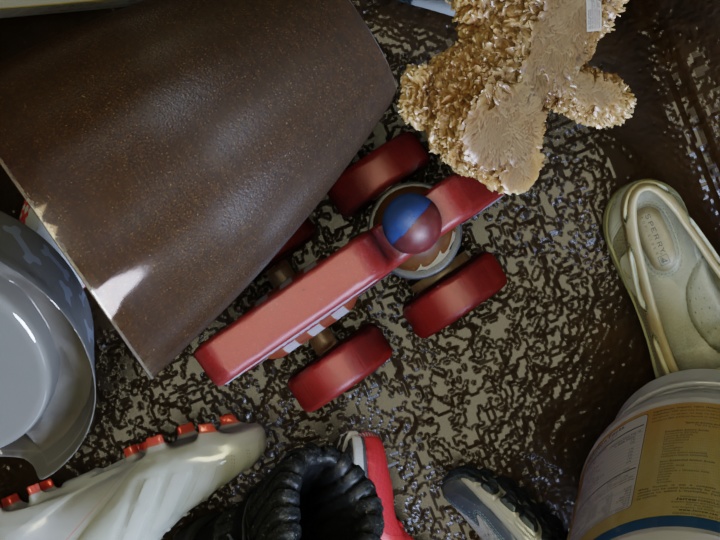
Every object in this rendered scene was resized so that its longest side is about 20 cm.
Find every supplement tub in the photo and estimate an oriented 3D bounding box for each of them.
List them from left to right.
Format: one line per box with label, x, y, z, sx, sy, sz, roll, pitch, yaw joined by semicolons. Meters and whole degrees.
supplement tub;0.186;0.158;1.088;0.143;0.200;0.146;6;119;12

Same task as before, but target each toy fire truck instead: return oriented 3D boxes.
toy fire truck;0.000;0.000;1.125;0.199;0.168;0.113;-33;90;2

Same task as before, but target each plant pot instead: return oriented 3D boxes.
plant pot;-0.086;-0.077;1.053;0.199;0.187;0.188;-36;90;-6

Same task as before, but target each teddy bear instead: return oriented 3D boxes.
teddy bear;0.099;-0.140;1.086;0.144;0.067;0.202;17;91;-30

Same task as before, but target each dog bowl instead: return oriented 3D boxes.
dog bowl;-0.247;0.042;1.143;0.198;0.059;0.202;4;127;5

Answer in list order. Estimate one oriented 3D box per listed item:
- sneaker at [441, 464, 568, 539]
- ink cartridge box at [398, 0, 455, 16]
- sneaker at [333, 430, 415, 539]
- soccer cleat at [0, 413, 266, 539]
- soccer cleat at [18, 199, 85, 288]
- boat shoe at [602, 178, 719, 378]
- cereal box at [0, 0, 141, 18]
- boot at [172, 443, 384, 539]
sneaker;0.108;0.207;1.174;0.086;0.078;0.200;-41;88;8
ink cartridge box;0.053;-0.230;1.161;0.198;0.083;0.148;15;91;2
sneaker;0.026;0.191;1.187;0.084;0.077;0.202;-13;96;-17
soccer cleat;-0.137;0.146;1.175;0.199;0.069;0.078;-23;87;17
soccer cleat;-0.150;-0.069;1.169;0.068;0.085;0.201;35;92;0
boat shoe;0.207;0.038;1.173;0.073;0.063;0.202;-24;90;2
cereal box;-0.220;-0.219;1.134;0.199;0.039;0.145;-10;91;-38
boot;-0.033;0.218;1.121;0.079;0.157;0.213;-15;79;-39
